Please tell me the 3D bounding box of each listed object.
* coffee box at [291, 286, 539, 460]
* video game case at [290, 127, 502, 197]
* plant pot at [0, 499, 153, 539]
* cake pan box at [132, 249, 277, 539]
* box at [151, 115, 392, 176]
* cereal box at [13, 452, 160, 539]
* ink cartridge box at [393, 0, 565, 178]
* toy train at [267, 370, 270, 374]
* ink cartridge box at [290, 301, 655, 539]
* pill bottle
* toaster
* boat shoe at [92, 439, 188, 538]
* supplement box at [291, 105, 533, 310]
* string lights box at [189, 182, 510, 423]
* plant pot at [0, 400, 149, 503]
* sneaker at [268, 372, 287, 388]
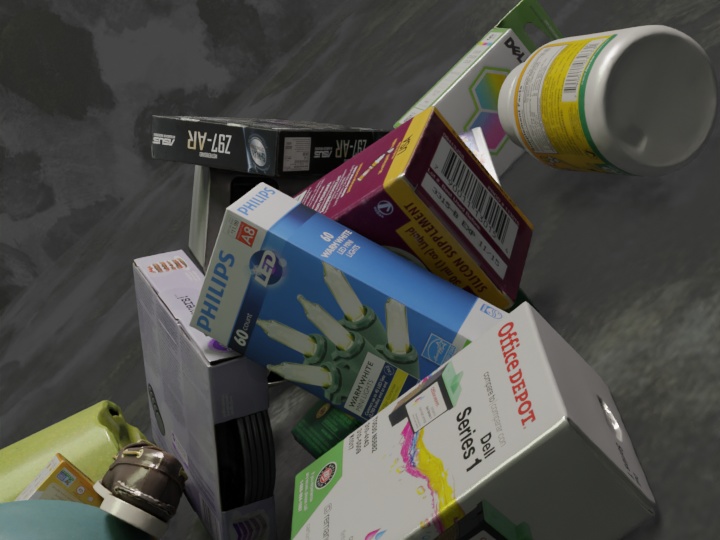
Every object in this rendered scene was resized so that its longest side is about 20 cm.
[{"bbox_3d":[0.040,0.081,0.852,0.200,0.044,0.123,-48,19,-9],"label":"coffee box"},{"bbox_3d":[0.032,-0.041,0.973,0.198,0.018,0.144,-19,52,9],"label":"video game case"},{"bbox_3d":[-0.227,0.264,0.849,0.134,0.202,0.199,-17,-4,-42],"label":"plant pot"},{"bbox_3d":[-0.127,0.105,0.878,0.052,0.186,0.200,-15,29,-23],"label":"cake pan box"},{"bbox_3d":[-0.085,-0.127,1.090,0.159,0.044,0.199,10,11,31],"label":"box"},{"bbox_3d":[-0.278,0.282,0.944,0.200,0.144,0.039,-49,20,-13],"label":"cereal box"},{"bbox_3d":[0.141,-0.174,1.097,0.200,0.104,0.059,-44,18,-1],"label":"ink cartridge box"},{"bbox_3d":[-0.100,0.083,1.033,0.199,0.056,0.151,5,52,53],"label":"toy train"},{"bbox_3d":[0.056,0.131,0.641,0.200,0.084,0.145,-39,19,15],"label":"ink cartridge box"},{"bbox_3d":[0.191,-0.137,0.892,0.113,0.113,0.200,-46,18,-8],"label":"pill bottle"},{"bbox_3d":[-0.085,-0.053,1.149,0.200,0.179,0.120,-147,60,-73],"label":"toaster"},{"bbox_3d":[-0.177,0.173,0.891,0.060,0.071,0.200,-64,8,-12],"label":"boat shoe"},{"bbox_3d":[0.012,-0.009,0.828,0.199,0.131,0.104,-31,22,36],"label":"supplement box"},{"bbox_3d":[-0.009,0.034,0.748,0.059,0.199,0.103,-49,-16,-59],"label":"string lights box"},{"bbox_3d":[-0.287,0.229,1.047,0.183,0.201,0.200,-32,18,-2],"label":"plant pot"},{"bbox_3d":[-0.105,0.082,1.114,0.199,0.075,0.082,-21,28,50],"label":"sneaker"}]
